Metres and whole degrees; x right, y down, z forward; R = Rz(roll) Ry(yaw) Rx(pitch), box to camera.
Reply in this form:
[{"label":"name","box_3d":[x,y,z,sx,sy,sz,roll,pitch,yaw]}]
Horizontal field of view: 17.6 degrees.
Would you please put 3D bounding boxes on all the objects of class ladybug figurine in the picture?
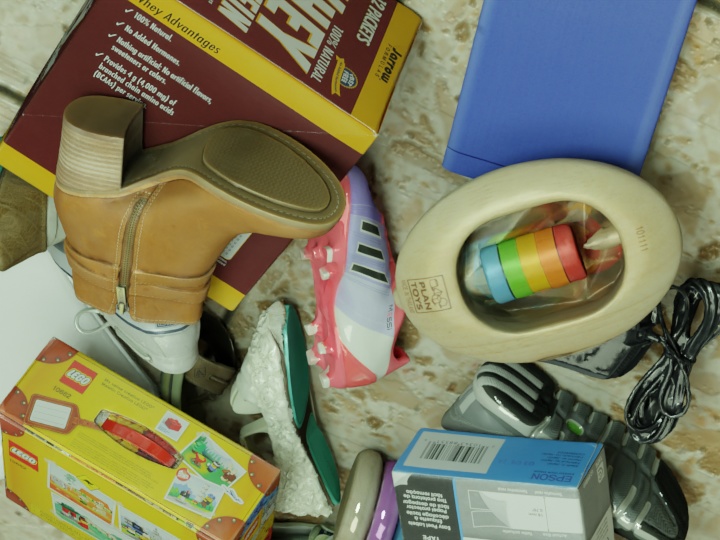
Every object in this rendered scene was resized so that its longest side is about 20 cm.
[{"label":"ladybug figurine","box_3d":[0.117,-0.011,1.559,0.199,0.072,0.136,-12,106,13]}]

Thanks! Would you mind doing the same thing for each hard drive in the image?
[{"label":"hard drive","box_3d":[0.137,-0.131,1.534,0.131,0.025,0.200,17,132,4]}]

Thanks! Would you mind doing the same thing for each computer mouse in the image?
[{"label":"computer mouse","box_3d":[0.149,0.031,1.643,0.199,0.053,0.139,20,117,-2]}]

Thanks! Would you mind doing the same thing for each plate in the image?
[{"label":"plate","box_3d":[-0.267,0.066,1.820,0.199,0.032,0.200,-18,120,29]}]

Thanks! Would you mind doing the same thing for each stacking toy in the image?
[{"label":"stacking toy","box_3d":[0.083,0.205,1.800,0.199,0.086,0.086,17,132,-3]}]

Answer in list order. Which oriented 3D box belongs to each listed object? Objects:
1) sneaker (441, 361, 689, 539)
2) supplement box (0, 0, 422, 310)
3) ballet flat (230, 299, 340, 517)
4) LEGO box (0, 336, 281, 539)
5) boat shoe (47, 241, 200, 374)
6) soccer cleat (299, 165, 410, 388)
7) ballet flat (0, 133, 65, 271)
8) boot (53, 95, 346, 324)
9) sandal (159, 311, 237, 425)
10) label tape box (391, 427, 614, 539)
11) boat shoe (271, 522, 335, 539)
[{"label":"sneaker","box_3d":[0.145,0.154,1.745,0.200,0.075,0.115,41,134,-4]},{"label":"supplement box","box_3d":[-0.102,-0.121,1.546,0.197,0.133,0.200,33,131,-10]},{"label":"ballet flat","box_3d":[-0.064,0.113,1.765,0.071,0.072,0.201,-1,127,18]},{"label":"LEGO box","box_3d":[-0.167,0.159,1.739,0.200,0.077,0.149,29,151,11]},{"label":"boat shoe","box_3d":[-0.166,0.017,1.658,0.202,0.074,0.086,38,143,48]},{"label":"soccer cleat","box_3d":[0.000,0.000,1.669,0.076,0.067,0.201,-14,129,-19]},{"label":"ballet flat","box_3d":[-0.221,-0.051,1.615,0.072,0.200,0.068,2,107,-7]},{"label":"boot","box_3d":[-0.103,-0.022,1.495,0.199,0.074,0.155,20,132,18]},{"label":"sandal","box_3d":[-0.120,0.061,1.744,0.057,0.080,0.201,2,130,-2]},{"label":"label tape box","box_3d":[0.112,0.219,1.707,0.144,0.063,0.201,3,120,23]},{"label":"boat shoe","box_3d":[-0.026,0.235,1.860,0.199,0.072,0.062,-6,121,23]}]
